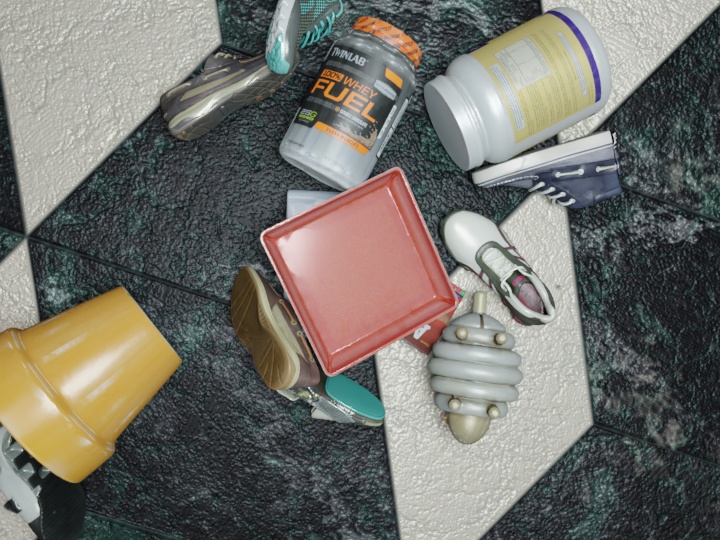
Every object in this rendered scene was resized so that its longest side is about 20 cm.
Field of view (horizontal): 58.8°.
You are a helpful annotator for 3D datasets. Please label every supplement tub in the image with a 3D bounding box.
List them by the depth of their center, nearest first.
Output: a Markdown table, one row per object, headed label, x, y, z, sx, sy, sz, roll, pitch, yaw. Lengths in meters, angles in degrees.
| label | x | y | z | sx | sy | sz | roll | pitch | yaw |
| --- | --- | --- | --- | --- | --- | --- | --- | --- | --- |
| supplement tub | 0.197 | -0.228 | 0.819 | 0.200 | 0.145 | 0.146 | -27 | 93 | -2 |
| supplement tub | -0.009 | -0.209 | 0.820 | 0.122 | 0.123 | 0.200 | 27 | 90 | -4 |

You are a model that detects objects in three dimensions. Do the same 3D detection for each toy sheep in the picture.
| label | x | y | z | sx | sy | sz | roll | pitch | yaw |
| --- | --- | --- | --- | --- | --- | --- | --- | --- | --- |
| toy sheep | 0.151 | 0.126 | 0.837 | 0.137 | 0.138 | 0.201 | 12 | 83 | -3 |

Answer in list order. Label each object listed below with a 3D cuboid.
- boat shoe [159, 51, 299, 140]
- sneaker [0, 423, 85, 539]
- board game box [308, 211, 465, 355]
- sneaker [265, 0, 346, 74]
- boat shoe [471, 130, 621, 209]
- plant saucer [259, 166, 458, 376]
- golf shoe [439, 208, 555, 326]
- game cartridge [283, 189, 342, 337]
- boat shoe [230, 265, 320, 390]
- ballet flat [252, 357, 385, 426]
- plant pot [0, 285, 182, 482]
| label | x | y | z | sx | sy | sz | roll | pitch | yaw |
| --- | --- | --- | --- | --- | --- | --- | --- | --- | --- |
| boat shoe | -0.174 | -0.250 | 0.834 | 0.200 | 0.074 | 0.073 | -33 | 88 | -7 |
| sneaker | -0.433 | 0.283 | 0.846 | 0.088 | 0.074 | 0.201 | -4 | 109 | 26 |
| board game box | 0.037 | 0.019 | 0.852 | 0.200 | 0.019 | 0.103 | 33 | 85 | -16 |
| sneaker | -0.062 | -0.326 | 0.813 | 0.091 | 0.078 | 0.201 | 18 | 64 | -15 |
| boat shoe | 0.257 | -0.119 | 0.862 | 0.199 | 0.075 | 0.093 | -15 | 99 | 4 |
| plant saucer | 0.000 | 0.000 | 0.810 | 0.199 | 0.037 | 0.200 | -27 | 102 | -13 |
| golf shoe | 0.191 | -0.008 | 0.856 | 0.200 | 0.088 | 0.077 | 45 | 91 | -2 |
| game cartridge | -0.037 | -0.007 | 0.870 | 0.133 | 0.040 | 0.201 | 1 | 92 | -7 |
| boat shoe | -0.108 | 0.072 | 0.818 | 0.072 | 0.200 | 0.072 | 12 | 119 | -40 |
| ballet flat | -0.062 | 0.160 | 0.866 | 0.200 | 0.072 | 0.072 | 34 | 90 | -3 |
| plant pot | -0.333 | 0.122 | 0.792 | 0.183 | 0.200 | 0.200 | -39 | 94 | -17 |
